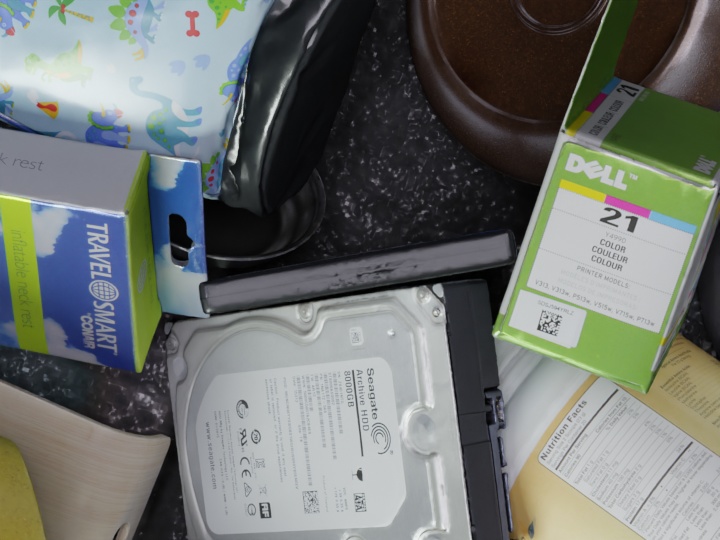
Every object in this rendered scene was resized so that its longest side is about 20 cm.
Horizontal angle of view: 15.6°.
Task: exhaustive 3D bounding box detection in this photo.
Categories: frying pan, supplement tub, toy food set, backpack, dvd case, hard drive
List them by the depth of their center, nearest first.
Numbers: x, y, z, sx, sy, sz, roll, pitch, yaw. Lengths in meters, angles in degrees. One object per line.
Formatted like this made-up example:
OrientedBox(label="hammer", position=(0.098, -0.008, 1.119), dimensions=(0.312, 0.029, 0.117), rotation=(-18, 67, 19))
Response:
OrientedBox(label="backpack", position=(-0.111, -0.124, 1.250), dimensions=(0.200, 0.154, 0.163), rotation=(31, 123, 13))
OrientedBox(label="dvd case", position=(0.000, 0.000, 1.258), dimensions=(0.142, 0.200, 0.018), rotation=(-10, 91, 1))
OrientedBox(label="supplement tub", position=(0.142, 0.110, 1.262), dimensions=(0.200, 0.145, 0.145), rotation=(35, 89, 23))
OrientedBox(label="hard drive", position=(-0.014, 0.083, 1.274), dimensions=(0.200, 0.038, 0.140), rotation=(-8, 89, 44))
OrientedBox(label="frying pan", position=(-0.110, -0.042, 1.305), dimensions=(0.190, 0.031, 0.115), rotation=(3, 43, -19))
OrientedBox(label="toy food set", position=(-0.213, 0.111, 1.334), dimensions=(0.200, 0.060, 0.144), rotation=(23, 99, 3))

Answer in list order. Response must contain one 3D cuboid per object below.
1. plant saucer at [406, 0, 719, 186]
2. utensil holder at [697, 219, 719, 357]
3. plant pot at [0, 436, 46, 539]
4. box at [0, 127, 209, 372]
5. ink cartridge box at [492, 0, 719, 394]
OrientedBox(label="plant saucer", position=(0.104, -0.142, 1.300), dimensions=(0.200, 0.032, 0.201), rotation=(-4, 81, 29))
OrientedBox(label="utensil holder", position=(0.255, 0.000, 1.255), dimensions=(0.170, 0.200, 0.170), rotation=(0, 86, -1))
OrientedBox(label="plant pot", position=(-0.221, 0.142, 1.228), dimensions=(0.142, 0.200, 0.200), rotation=(-12, 88, -15))
OrientedBox(label="box", position=(-0.175, -0.016, 1.251), dimensions=(0.200, 0.122, 0.048), rotation=(10, 51, 7))
OrientedBox(label="ink cartridge box", position=(0.135, -0.064, 1.184), dimensions=(0.076, 0.148, 0.200), rotation=(21, 108, 9))
